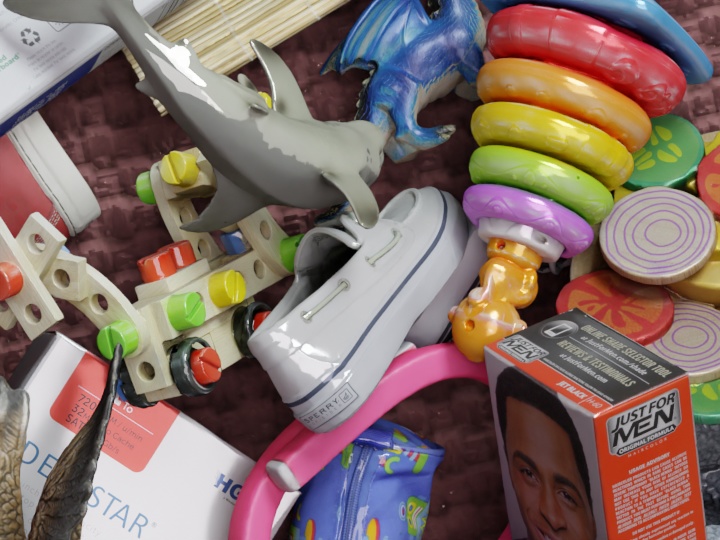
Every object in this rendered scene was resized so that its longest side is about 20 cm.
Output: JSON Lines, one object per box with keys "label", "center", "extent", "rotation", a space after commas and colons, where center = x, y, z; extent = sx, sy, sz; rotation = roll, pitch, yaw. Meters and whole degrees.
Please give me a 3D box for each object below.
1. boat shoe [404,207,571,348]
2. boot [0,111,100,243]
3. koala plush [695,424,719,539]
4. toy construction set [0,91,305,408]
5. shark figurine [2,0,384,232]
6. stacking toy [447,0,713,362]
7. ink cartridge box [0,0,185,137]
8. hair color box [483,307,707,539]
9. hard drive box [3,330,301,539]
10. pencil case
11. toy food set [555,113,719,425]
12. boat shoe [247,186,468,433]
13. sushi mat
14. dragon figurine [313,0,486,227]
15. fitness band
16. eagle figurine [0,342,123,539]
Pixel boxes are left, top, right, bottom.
{"label": "boat shoe", "center": [0.097, -0.029, 1.535], "extent": [0.068, 0.072, 0.200], "rotation": [38, 75, -8]}
{"label": "boot", "center": [-0.245, -0.072, 1.465], "extent": [0.144, 0.072, 0.200], "rotation": [-34, 98, -9]}
{"label": "koala plush", "center": [0.192, 0.089, 1.520], "extent": [0.200, 0.184, 0.177], "rotation": [42, 78, 14]}
{"label": "toy construction set", "center": [-0.100, -0.006, 1.442], "extent": [0.200, 0.092, 0.132], "rotation": [-25, 100, -43]}
{"label": "shark figurine", "center": [-0.073, -0.064, 1.388], "extent": [0.214, 0.128, 0.089], "rotation": [32, 117, -32]}
{"label": "stacking toy", "center": [0.092, -0.046, 1.446], "extent": [0.116, 0.110, 0.201], "rotation": [13, 78, 30]}
{"label": "ink cartridge box", "center": [-0.189, -0.186, 1.439], "extent": [0.200, 0.043, 0.196], "rotation": [47, 57, 5]}
{"label": "hair color box", "center": [0.122, 0.131, 1.418], "extent": [0.061, 0.101, 0.201], "rotation": [-21, 118, -24]}
{"label": "hard drive box", "center": [-0.152, 0.155, 1.472], "extent": [0.156, 0.077, 0.201], "rotation": [33, 82, -9]}
{"label": "pencil case", "center": [-0.009, 0.176, 1.496], "extent": [0.078, 0.087, 0.201], "rotation": [10, 85, -1]}
{"label": "toy food set", "center": [0.200, -0.002, 1.462], "extent": [0.197, 0.049, 0.201], "rotation": [-1, 52, 9]}
{"label": "boat shoe", "center": [0.000, 0.000, 1.447], "extent": [0.073, 0.200, 0.067], "rotation": [-34, 105, 29]}
{"label": "sushi mat", "center": [-0.044, -0.169, 1.507], "extent": [0.200, 0.012, 0.096], "rotation": [-32, 64, -5]}
{"label": "dragon figurine", "center": [0.017, -0.113, 1.522], "extent": [0.200, 0.059, 0.099], "rotation": [-44, 95, -13]}
{"label": "fitness band", "center": [0.024, 0.123, 1.449], "extent": [0.200, 0.037, 0.144], "rotation": [-38, 107, -22]}
{"label": "eagle figurine", "center": [-0.157, 0.148, 1.373], "extent": [0.151, 0.151, 0.201], "rotation": [-17, 103, -1]}
